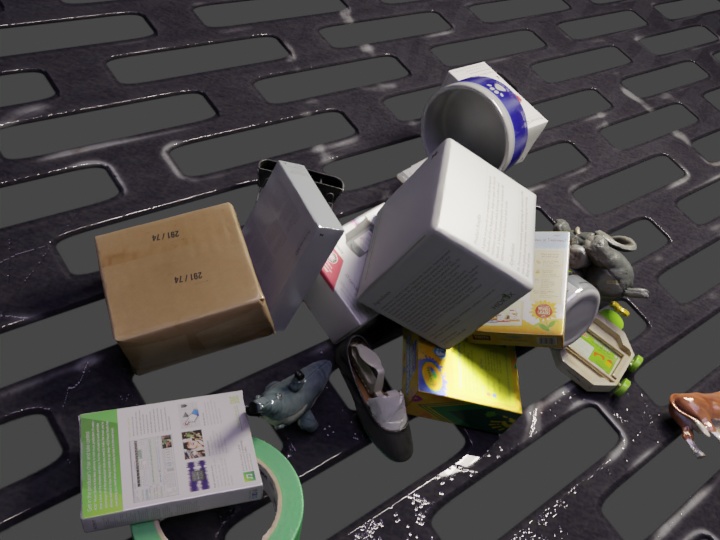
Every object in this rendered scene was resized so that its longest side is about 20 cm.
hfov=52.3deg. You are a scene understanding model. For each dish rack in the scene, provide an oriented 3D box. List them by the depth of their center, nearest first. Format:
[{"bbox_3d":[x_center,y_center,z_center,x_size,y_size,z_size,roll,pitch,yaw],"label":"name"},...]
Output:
[{"bbox_3d":[-0.111,-0.088,1.230,0.153,0.055,0.200,12,49,-11],"label":"dish rack"}]

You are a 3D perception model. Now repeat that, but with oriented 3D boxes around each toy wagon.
[{"bbox_3d":[0.413,0.126,1.276,0.155,0.040,0.200,39,48,11],"label":"toy wagon"}]

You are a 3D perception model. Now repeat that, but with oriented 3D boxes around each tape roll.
[{"bbox_3d":[-0.168,0.286,0.868,0.200,0.048,0.201,5,41,-4],"label":"tape roll"}]

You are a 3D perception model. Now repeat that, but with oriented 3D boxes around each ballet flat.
[{"bbox_3d":[0.021,0.177,1.052,0.068,0.068,0.200,-14,59,-33],"label":"ballet flat"}]

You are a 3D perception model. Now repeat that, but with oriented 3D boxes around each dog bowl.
[{"bbox_3d":[0.218,-0.269,1.417,0.200,0.200,0.079,43,47,15],"label":"dog bowl"}]

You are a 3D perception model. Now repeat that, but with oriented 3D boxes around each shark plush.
[{"bbox_3d":[-0.102,0.155,0.961,0.091,0.083,0.200,45,12,26],"label":"shark plush"}]

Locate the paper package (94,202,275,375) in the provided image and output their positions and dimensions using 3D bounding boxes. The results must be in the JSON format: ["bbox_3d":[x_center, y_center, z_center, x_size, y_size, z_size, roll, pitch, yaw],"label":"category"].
[{"bbox_3d":[-0.243,0.021,1.014,0.200,0.104,0.191,-17,57,-9],"label":"paper package"}]

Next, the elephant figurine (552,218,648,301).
[{"bbox_3d":[0.439,-0.026,1.361,0.155,0.141,0.200,62,29,-7],"label":"elephant figurine"}]

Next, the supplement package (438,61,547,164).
[{"bbox_3d":[0.263,-0.319,1.532,0.121,0.120,0.200,-24,65,-37],"label":"supplement package"}]

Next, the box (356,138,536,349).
[{"bbox_3d":[0.126,-0.035,1.065,0.171,0.200,0.199,30,45,-17],"label":"box"}]

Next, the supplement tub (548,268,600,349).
[{"bbox_3d":[0.287,0.029,1.227,0.122,0.123,0.200,-16,42,-32],"label":"supplement tub"}]

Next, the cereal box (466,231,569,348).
[{"bbox_3d":[0.247,0.024,1.136,0.144,0.040,0.200,2,51,19],"label":"cereal box"}]

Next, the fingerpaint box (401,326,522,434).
[{"bbox_3d":[0.152,0.136,1.136,0.166,0.073,0.200,14,48,-12],"label":"fingerpaint box"}]

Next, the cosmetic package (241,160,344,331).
[{"bbox_3d":[-0.115,-0.034,1.068,0.052,0.200,0.151,7,39,-37],"label":"cosmetic package"}]

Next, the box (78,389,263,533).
[{"bbox_3d":[-0.227,0.220,0.870,0.199,0.036,0.144,-5,43,-17],"label":"box"}]

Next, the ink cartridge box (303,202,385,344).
[{"bbox_3d":[0.000,0.000,1.156,0.200,0.086,0.148,-34,86,-41],"label":"ink cartridge box"}]

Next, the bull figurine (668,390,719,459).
[{"bbox_3d":[0.608,0.248,1.233,0.199,0.065,0.122,1,48,-20],"label":"bull figurine"}]

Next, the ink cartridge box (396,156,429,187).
[{"bbox_3d":[0.172,-0.116,1.348,0.175,0.084,0.200,-31,67,-38],"label":"ink cartridge box"}]
